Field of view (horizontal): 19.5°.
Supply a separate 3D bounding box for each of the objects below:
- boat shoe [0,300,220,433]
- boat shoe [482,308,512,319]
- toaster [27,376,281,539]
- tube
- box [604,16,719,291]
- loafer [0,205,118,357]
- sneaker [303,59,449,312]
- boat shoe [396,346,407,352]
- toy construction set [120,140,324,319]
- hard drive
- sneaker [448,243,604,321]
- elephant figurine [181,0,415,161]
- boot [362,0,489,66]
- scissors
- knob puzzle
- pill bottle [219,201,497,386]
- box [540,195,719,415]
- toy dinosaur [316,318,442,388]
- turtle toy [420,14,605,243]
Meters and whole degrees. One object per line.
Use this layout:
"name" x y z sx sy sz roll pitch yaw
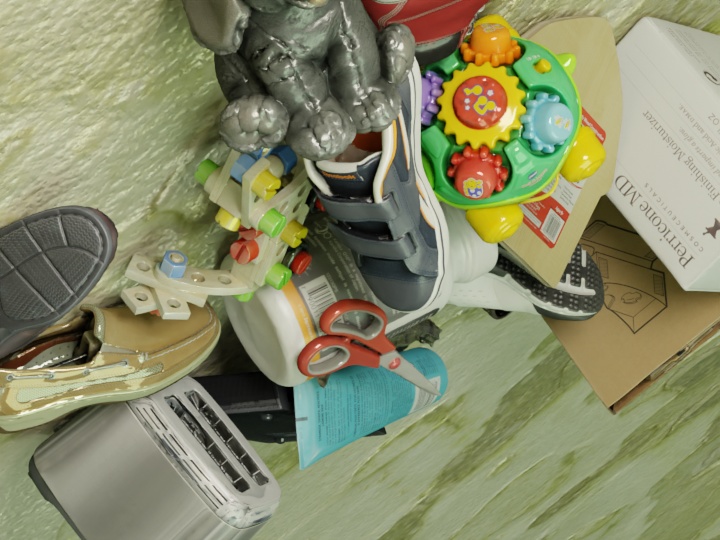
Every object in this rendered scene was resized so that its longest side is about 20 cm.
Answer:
"boat shoe" -0.191 0.056 1.543 0.200 0.072 0.076 -24 142 -28
"boat shoe" 0.143 -0.031 1.832 0.074 0.073 0.200 -24 154 -28
"toaster" -0.154 0.174 1.643 0.129 0.200 0.114 -44 166 19
"tube" 0.003 0.106 1.730 0.050 0.077 0.200 -5 -175 32
"box" 0.300 -0.093 1.772 0.131 0.199 0.200 -48 155 23
"loafer" -0.237 0.019 1.419 0.200 0.072 0.063 -38 177 20
"sneaker" 0.006 -0.053 1.417 0.079 0.078 0.200 -41 128 -50
"boat shoe" -0.023 0.067 1.786 0.200 0.076 0.060 -2 134 -52
"toy construction set" -0.084 -0.031 1.488 0.131 0.092 0.200 -36 170 -49
"hard drive" -0.074 0.117 1.773 0.135 0.042 0.200 -6 167 25
"sneaker" 0.110 -0.001 1.772 0.200 0.074 0.080 18 148 -11
"elephant figurine" -0.044 -0.177 1.237 0.142 0.155 0.200 -61 146 -40
"boot" 0.092 -0.213 1.423 0.200 0.072 0.144 -26 157 -3
"scissors" 0.024 0.063 1.612 0.200 0.014 0.073 16 116 -51
"knob puzzle" 0.144 -0.113 1.647 0.220 0.030 0.220 -19 116 -44
"pill bottle" 0.000 0.000 1.635 0.200 0.116 0.116 -27 155 -22
"box" 0.236 0.007 1.875 0.163 0.200 0.021 -41 143 11
"toy dinosaur" -0.002 0.041 1.729 0.200 0.088 0.047 -17 146 -56
"turtle toy" 0.073 -0.096 1.506 0.200 0.146 0.101 -37 165 3
